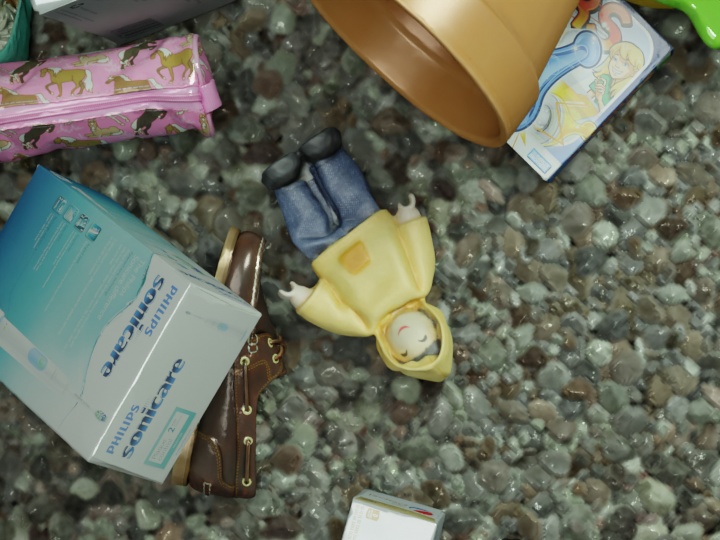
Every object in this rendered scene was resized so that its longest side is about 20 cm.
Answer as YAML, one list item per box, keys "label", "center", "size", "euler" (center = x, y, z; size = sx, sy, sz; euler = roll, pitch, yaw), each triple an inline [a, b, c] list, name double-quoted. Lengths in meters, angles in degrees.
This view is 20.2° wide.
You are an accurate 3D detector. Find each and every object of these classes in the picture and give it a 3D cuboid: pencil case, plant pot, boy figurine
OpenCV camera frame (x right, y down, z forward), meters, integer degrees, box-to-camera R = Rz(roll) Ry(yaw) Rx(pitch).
- label: "pencil case"
  center: [-0.204, -0.125, 1.492]
  size: [0.198, 0.083, 0.087]
  euler: [-8, 56, -4]
- label: "plant pot"
  center: [0.067, -0.204, 1.387]
  size: [0.200, 0.200, 0.140]
  euler: [40, 82, 6]
- label: "boy figurine"
  center: [0.000, 0.000, 1.490]
  size: [0.124, 0.064, 0.201]
  euler: [-30, 84, -1]

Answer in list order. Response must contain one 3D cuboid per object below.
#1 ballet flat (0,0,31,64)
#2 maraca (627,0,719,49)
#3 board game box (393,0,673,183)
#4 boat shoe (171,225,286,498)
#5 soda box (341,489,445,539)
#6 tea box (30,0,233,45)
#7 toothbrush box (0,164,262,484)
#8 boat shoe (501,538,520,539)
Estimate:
- label: "ballet flat"
  center: [-0.275, -0.240, 1.527]
  size: [0.067, 0.070, 0.202]
  euler: [3, 90, 9]
- label: "maraca"
  center: [0.219, -0.236, 1.432]
  size: [0.200, 0.107, 0.137]
  euler: [41, 52, -2]
- label: "board game box"
  center: [0.114, -0.182, 1.486]
  size: [0.200, 0.034, 0.135]
  euler: [44, 96, 6]
- label: "boat shoe"
  center: [-0.089, 0.070, 1.503]
  size: [0.070, 0.070, 0.202]
  euler: [11, 99, 4]
- label: "soda box"
  center: [0.004, 0.268, 1.490]
  size: [0.068, 0.064, 0.202]
  euler: [15, 92, 8]
- label: "tea box"
  center: [-0.177, -0.285, 1.446]
  size: [0.133, 0.200, 0.198]
  euler: [-19, 86, 9]
- label: "toothbrush box"
  center: [-0.189, 0.037, 1.463]
  size: [0.200, 0.085, 0.147]
  euler: [34, 96, 40]
- label: "boat shoe"
  center: [0.158, 0.291, 1.469]
  size: [0.200, 0.075, 0.093]
  euler: [40, 102, 14]
